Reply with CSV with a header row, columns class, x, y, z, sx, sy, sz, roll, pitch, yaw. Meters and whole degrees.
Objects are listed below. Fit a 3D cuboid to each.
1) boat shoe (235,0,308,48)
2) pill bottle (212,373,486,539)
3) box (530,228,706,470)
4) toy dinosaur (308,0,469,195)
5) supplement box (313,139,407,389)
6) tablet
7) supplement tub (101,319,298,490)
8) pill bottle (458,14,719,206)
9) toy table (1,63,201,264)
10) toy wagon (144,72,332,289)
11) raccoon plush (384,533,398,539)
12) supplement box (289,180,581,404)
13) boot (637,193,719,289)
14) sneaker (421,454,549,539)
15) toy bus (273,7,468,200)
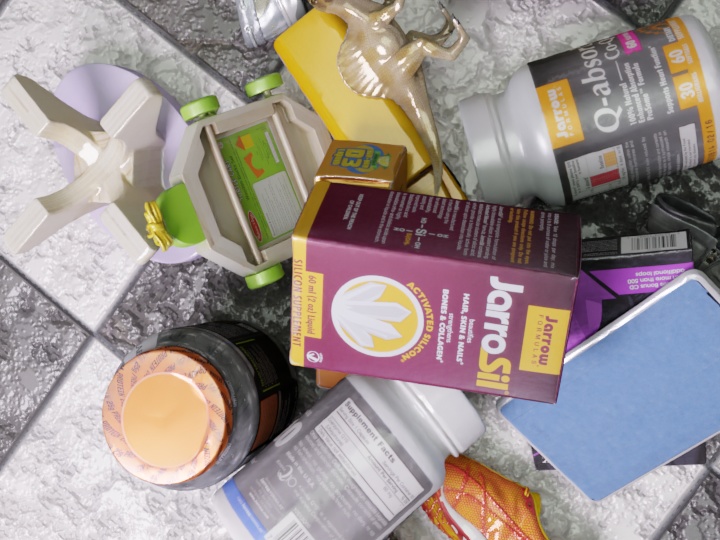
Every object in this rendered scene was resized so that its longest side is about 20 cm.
class,x,y,z,sx,sy,sz,roll,pitch,yaw
boat shoe,-0.112,-0.294,0.963,0.064,0.074,0.204,-26,93,3
pill bottle,-0.006,0.151,0.864,0.199,0.114,0.114,-40,84,-6
box,0.193,0.068,0.878,0.140,0.036,0.203,-5,121,16
toy dinosaur,0.034,-0.168,0.886,0.100,0.058,0.201,-35,97,8
supplement box,0.000,0.000,0.901,0.067,0.067,0.203,8,122,8
tablet,0.215,0.094,0.861,0.130,0.014,0.199,43,121,-15
supplement tub,-0.126,0.104,0.899,0.120,0.200,0.125,0,89,9
pill bottle,0.184,-0.119,0.894,0.197,0.116,0.118,-17,88,8
toy table,-0.212,-0.088,0.944,0.199,0.117,0.185,38,106,11
toy wagon,-0.097,-0.066,0.911,0.039,0.198,0.158,-13,100,52
raccoon plush,0.061,0.262,0.939,0.196,0.097,0.137,1,81,-7
supplement box,0.053,0.014,0.806,0.196,0.086,0.112,8,123,8
boot,0.210,-0.009,0.891,0.197,0.070,0.133,22,122,-2
sneaker,0.103,0.196,0.940,0.077,0.073,0.200,-40,83,-20
toy bus,0.012,-0.121,0.939,0.065,0.078,0.202,-34,85,7
